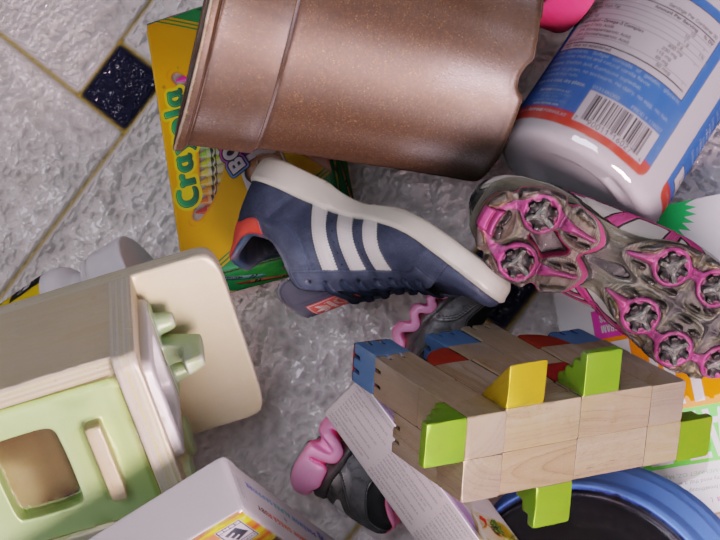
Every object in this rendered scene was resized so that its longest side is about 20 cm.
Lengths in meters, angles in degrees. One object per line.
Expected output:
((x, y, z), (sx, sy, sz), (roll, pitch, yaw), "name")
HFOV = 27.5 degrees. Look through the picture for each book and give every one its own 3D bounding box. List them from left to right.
((0.199, 0.059, 0.939), (0.133, 0.048, 0.201), (-12, 72, 13), "book")

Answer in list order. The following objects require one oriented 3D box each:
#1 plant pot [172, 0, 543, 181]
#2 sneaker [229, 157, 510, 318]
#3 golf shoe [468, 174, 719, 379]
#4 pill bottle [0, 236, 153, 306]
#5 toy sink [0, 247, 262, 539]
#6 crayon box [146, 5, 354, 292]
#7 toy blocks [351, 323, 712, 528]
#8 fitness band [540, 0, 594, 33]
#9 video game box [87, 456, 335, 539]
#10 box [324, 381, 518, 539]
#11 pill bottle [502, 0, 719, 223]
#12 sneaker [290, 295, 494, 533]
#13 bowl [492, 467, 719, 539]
((-0.001, -0.151, 0.928), (0.198, 0.200, 0.201), (12, 81, -10), "plant pot")
((0.000, 0.000, 0.929), (0.200, 0.075, 0.085), (23, 84, 35), "sneaker")
((0.158, -0.004, 0.894), (0.200, 0.092, 0.073), (29, 105, -9), "golf shoe")
((-0.220, 0.070, 1.024), (0.200, 0.114, 0.114), (-34, 71, 7), "pill bottle")
((-0.165, 0.090, 0.915), (0.200, 0.131, 0.112), (-16, 29, -2), "toy sink")
((-0.076, -0.093, 1.044), (0.118, 0.058, 0.201), (-14, 75, 13), "crayon box")
((0.088, 0.075, 0.870), (0.137, 0.200, 0.100), (30, 121, 57), "toy blocks")
((0.150, -0.245, 0.957), (0.037, 0.144, 0.200), (25, 51, -17), "fitness band")
((-0.118, 0.214, 0.925), (0.200, 0.182, 0.047), (-32, 55, 8), "video game box")
((0.055, 0.150, 0.886), (0.041, 0.039, 0.200), (-47, 70, 26), "box")
((0.185, -0.130, 0.937), (0.112, 0.112, 0.200), (29, 73, 20), "pill bottle")
((0.044, 0.087, 0.968), (0.095, 0.079, 0.200), (38, 97, 11), "sneaker")
((0.143, 0.216, 0.882), (0.200, 0.039, 0.201), (3, 96, 33), "bowl")
